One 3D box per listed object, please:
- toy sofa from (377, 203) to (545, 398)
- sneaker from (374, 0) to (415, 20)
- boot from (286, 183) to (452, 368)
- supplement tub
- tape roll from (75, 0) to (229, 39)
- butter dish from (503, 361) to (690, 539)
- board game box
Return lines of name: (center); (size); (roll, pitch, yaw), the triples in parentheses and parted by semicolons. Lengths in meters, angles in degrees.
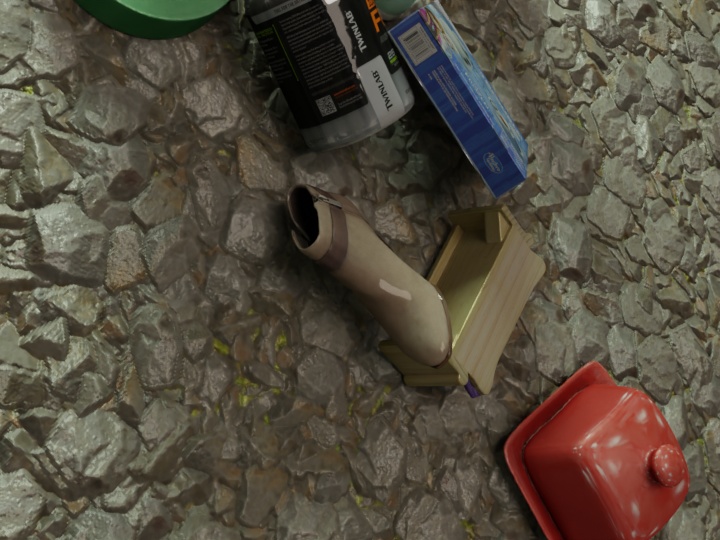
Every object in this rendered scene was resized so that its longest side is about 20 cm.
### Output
toy sofa: (0.111, 0.034, 1.154); (0.098, 0.082, 0.201); (48, 56, -30)
sneaker: (0.037, -0.391, 1.195); (0.073, 0.118, 0.202); (-15, 85, -34)
boot: (0.000, 0.000, 1.054); (0.146, 0.070, 0.200); (31, 18, -43)
supplement tub: (-0.037, -0.230, 1.082); (0.122, 0.122, 0.201); (-37, 111, -35)
tape roll: (-0.207, -0.327, 1.058); (0.199, 0.048, 0.202); (9, 73, -33)
butter dish: (0.286, 0.216, 1.186); (0.199, 0.147, 0.200); (-33, 96, -35)
board game box: (0.112, -0.190, 1.172); (0.201, 0.043, 0.199); (56, 16, -9)
